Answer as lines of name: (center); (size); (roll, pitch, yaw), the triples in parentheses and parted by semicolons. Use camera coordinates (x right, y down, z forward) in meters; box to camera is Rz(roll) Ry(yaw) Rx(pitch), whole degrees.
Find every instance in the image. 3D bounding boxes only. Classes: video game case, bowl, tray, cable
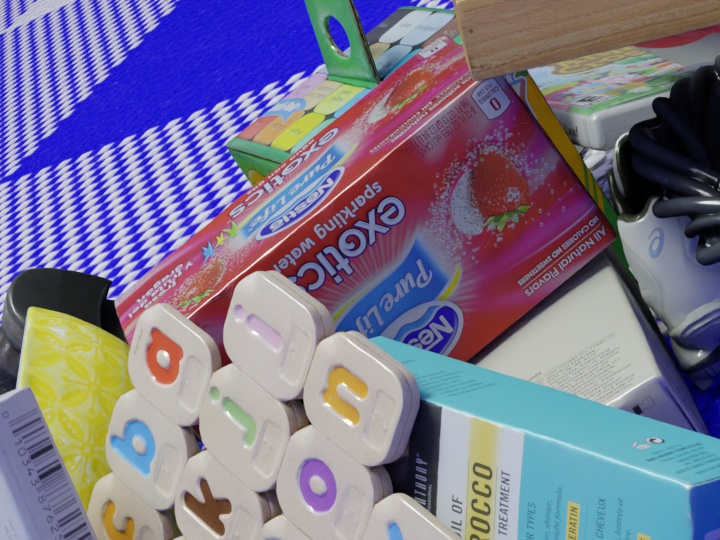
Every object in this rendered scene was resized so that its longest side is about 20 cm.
video game case: (0.170, -0.107, 1.133); (0.199, 0.022, 0.182); (-17, 15, -17)
bowl: (-0.117, 0.123, 1.020); (0.107, 0.201, 0.200); (8, 18, -10)
tray: (0.137, -0.121, 0.877); (0.199, 0.037, 0.099); (-12, 12, 3)
cable: (0.192, -0.038, 0.908); (0.162, 0.051, 0.200); (-9, 30, -17)

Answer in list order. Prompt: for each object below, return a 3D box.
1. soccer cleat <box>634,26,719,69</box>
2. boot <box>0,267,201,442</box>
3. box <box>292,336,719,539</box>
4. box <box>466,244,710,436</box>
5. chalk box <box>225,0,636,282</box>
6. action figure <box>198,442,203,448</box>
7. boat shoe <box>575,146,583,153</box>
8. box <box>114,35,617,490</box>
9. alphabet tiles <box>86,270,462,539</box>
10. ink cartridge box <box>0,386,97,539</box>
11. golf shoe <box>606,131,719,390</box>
soccer cleat: (0.204, -0.115, 1.020); (0.076, 0.199, 0.067); (94, -172, -83)
boot: (-0.133, 0.090, 1.158); (0.069, 0.199, 0.175); (-80, 15, -49)
box: (0.056, 0.087, 0.801); (0.049, 0.083, 0.199); (-10, 17, -42)
box: (0.095, 0.049, 0.935); (0.082, 0.069, 0.200); (-32, 19, 10)
chalk box: (0.025, -0.049, 1.075); (0.124, 0.200, 0.125); (-39, 19, -11)
action figure: (-0.071, 0.041, 1.190); (0.199, 0.099, 0.065); (-23, 23, 23)
boat shoe: (0.080, -0.074, 1.247); (0.072, 0.063, 0.200); (-20, 24, 36)
box: (0.000, 0.000, 0.958); (0.200, 0.100, 0.095); (-39, 19, 0)
alphabet tiles: (-0.036, 0.108, 0.852); (0.015, 0.201, 0.195); (-7, 32, -45)
ink cartridge box: (-0.179, 0.171, 0.913); (0.199, 0.199, 0.047); (-21, 6, 33)
golf shoe: (0.155, -0.037, 0.989); (0.078, 0.097, 0.200); (-35, 17, 20)
